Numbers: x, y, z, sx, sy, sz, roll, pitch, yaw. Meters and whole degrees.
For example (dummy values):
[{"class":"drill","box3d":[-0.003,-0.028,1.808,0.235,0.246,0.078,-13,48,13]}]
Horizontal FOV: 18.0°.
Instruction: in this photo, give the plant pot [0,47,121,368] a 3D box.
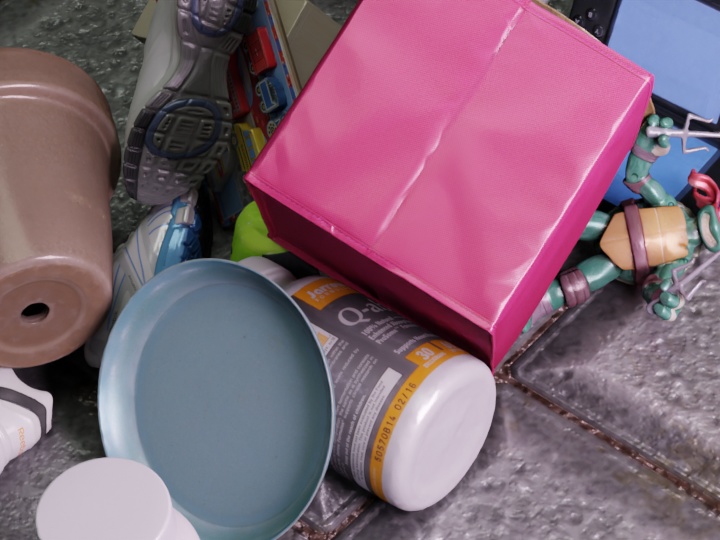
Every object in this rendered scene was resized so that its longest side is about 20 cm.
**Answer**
[{"class":"plant pot","box3d":[-0.251,-0.030,1.628,0.199,0.201,0.175,-18,51,-11]}]

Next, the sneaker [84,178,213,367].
[{"class":"sneaker","box3d":[-0.162,-0.006,1.694,0.086,0.075,0.201,-1,47,12]}]

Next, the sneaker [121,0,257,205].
[{"class":"sneaker","box3d":[-0.130,-0.146,1.676,0.074,0.201,0.087,16,10,-24]}]

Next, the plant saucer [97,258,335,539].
[{"class":"plant saucer","box3d":[-0.094,0.092,1.543,0.199,0.201,0.027,30,16,29]}]

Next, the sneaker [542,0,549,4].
[{"class":"sneaker","box3d":[0.050,-0.217,1.847,0.146,0.081,0.200,34,50,16]}]

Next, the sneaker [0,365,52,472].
[{"class":"sneaker","box3d":[-0.302,0.078,1.640,0.200,0.074,0.080,36,45,27]}]

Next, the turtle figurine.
[{"class":"turtle figurine","box3d":[0.202,-0.024,1.655,0.198,0.101,0.151,-13,66,4]}]

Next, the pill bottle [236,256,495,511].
[{"class":"pill bottle","box3d":[-0.015,0.073,1.575,0.199,0.117,0.116,29,56,28]}]

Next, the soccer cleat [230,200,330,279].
[{"class":"soccer cleat","box3d":[0.000,0.000,1.680,0.198,0.082,0.068,15,27,-9]}]

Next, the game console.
[{"class":"game console","box3d":[0.215,-0.140,1.757,0.199,0.172,0.118,29,29,28]}]

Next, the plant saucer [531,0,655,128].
[{"class":"plant saucer","box3d":[0.123,-0.149,1.676,0.199,0.200,0.036,28,78,27]}]

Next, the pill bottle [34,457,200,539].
[{"class":"pill bottle","box3d":[-0.146,0.209,1.403,0.111,0.201,0.113,-3,47,3]}]

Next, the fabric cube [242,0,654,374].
[{"class":"fabric cube","box3d":[0.059,-0.074,1.536,0.199,0.196,0.200,32,83,7]}]

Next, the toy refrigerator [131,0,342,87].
[{"class":"toy refrigerator","box3d":[-0.091,-0.177,1.786,0.199,0.076,0.070,20,79,50]}]

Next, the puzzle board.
[{"class":"puzzle board","box3d":[-0.098,-0.147,1.710,0.017,0.150,0.201,-11,81,-35]}]
